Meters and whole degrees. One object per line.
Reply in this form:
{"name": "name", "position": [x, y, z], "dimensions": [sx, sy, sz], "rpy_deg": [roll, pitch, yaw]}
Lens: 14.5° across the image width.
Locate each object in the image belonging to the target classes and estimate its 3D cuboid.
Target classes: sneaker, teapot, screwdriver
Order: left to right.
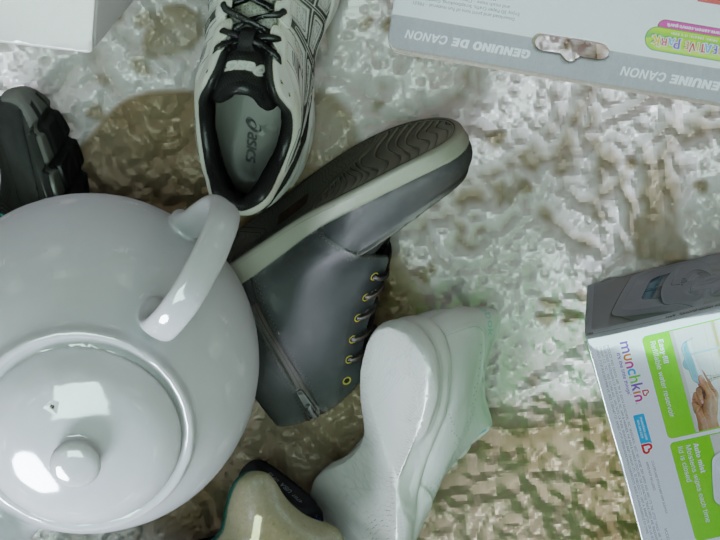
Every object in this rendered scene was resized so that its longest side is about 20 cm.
{"name": "sneaker", "position": [-0.186, -0.003, 1.584], "dimensions": [0.079, 0.075, 0.201], "rpy_deg": [-8, 107, 10]}
{"name": "teapot", "position": [-0.143, 0.062, 1.496], "dimensions": [0.197, 0.146, 0.201], "rpy_deg": [-10, 116, 3]}
{"name": "sneaker", "position": [-0.051, -0.125, 1.523], "dimensions": [0.075, 0.088, 0.201], "rpy_deg": [3, 107, 6]}
{"name": "screwdriver", "position": [-0.003, 0.165, 1.585], "dimensions": [0.200, 0.029, 0.028], "rpy_deg": [37, 106, 36]}
{"name": "sneaker", "position": [0.000, 0.000, 1.575], "dimensions": [0.200, 0.075, 0.106], "rpy_deg": [-32, 108, 24]}
{"name": "sneaker", "position": [0.034, 0.104, 1.606], "dimensions": [0.075, 0.088, 0.200], "rpy_deg": [43, 132, 28]}

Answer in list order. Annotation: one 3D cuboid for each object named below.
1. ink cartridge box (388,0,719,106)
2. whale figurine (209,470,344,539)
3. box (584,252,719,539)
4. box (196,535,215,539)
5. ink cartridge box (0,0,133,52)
{"name": "ink cartridge box", "position": [0.122, -0.192, 1.486], "dimensions": [0.199, 0.084, 0.176], "rpy_deg": [10, 109, 2]}
{"name": "whale figurine", "position": [-0.099, 0.202, 1.565], "dimensions": [0.159, 0.104, 0.200], "rpy_deg": [38, 85, -23]}
{"name": "box", "position": [0.232, 0.092, 1.565], "dimensions": [0.176, 0.097, 0.201], "rpy_deg": [-15, 106, 9]}
{"name": "box", "position": [-0.113, 0.241, 1.657], "dimensions": [0.199, 0.079, 0.142], "rpy_deg": [-15, 108, 10]}
{"name": "ink cartridge box", "position": [-0.216, -0.209, 1.478], "dimensions": [0.199, 0.147, 0.145], "rpy_deg": [7, 109, 2]}
